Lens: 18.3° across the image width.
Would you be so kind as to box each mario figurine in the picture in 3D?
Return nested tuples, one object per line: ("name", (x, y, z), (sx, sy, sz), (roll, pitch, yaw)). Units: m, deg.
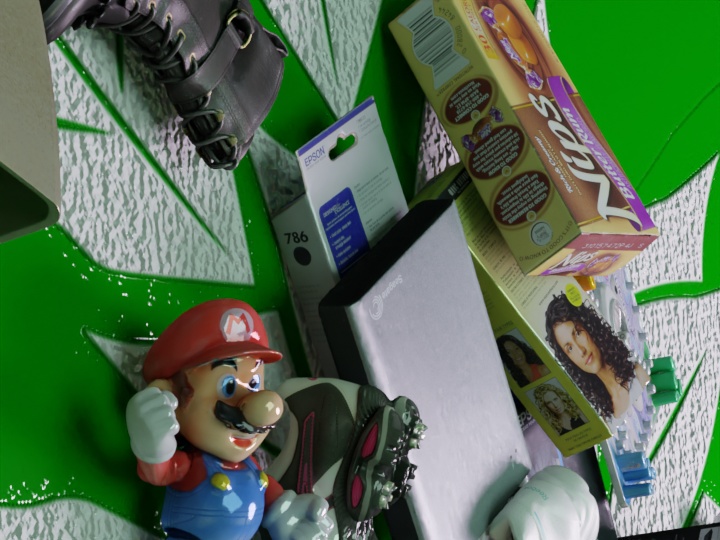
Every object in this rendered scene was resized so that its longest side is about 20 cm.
("mario figurine", (-0.071, 0.116, 1.231), (0.123, 0.105, 0.201), (-16, 107, -85))

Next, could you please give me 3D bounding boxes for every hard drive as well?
("hard drive", (0.043, 0.075, 1.403), (0.140, 0.033, 0.201), (-45, 125, -47))

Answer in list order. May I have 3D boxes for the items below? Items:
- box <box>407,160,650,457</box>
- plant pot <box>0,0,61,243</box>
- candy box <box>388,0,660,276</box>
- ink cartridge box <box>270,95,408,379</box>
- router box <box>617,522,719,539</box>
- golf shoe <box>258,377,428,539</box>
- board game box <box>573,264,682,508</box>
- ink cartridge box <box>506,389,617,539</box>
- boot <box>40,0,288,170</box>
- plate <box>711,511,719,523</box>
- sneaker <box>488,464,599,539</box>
("box", (0.107, 0.023, 1.499), (0.200, 0.050, 0.075), (51, 42, -9))
("plant pot", (-0.252, -0.116, 0.958), (0.200, 0.199, 0.178), (42, 40, -43))
("candy box", (0.109, -0.092, 1.496), (0.116, 0.056, 0.201), (2, 55, -56))
("ink cartridge box", (0.000, 0.000, 1.415), (0.099, 0.039, 0.201), (-38, 117, -50))
("router box", (0.285, 0.248, 1.643), (0.200, 0.157, 0.052), (31, 59, -34))
("golf shoe", (-0.027, 0.160, 1.329), (0.077, 0.088, 0.201), (-2, 109, -74))
("board game box", (0.191, 0.042, 1.642), (0.200, 0.026, 0.201), (-54, 129, -65))
("ink cartridge box", (0.124, 0.134, 1.558), (0.099, 0.039, 0.201), (-35, 112, -51))
("boot", (-0.109, -0.129, 1.252), (0.175, 0.069, 0.200), (62, 38, -27))
("plate", (0.304, 0.323, 1.801), (0.200, 0.032, 0.201), (47, 49, -41))
("sneaker", (0.103, 0.228, 1.477), (0.080, 0.070, 0.201), (-23, 123, -47))
